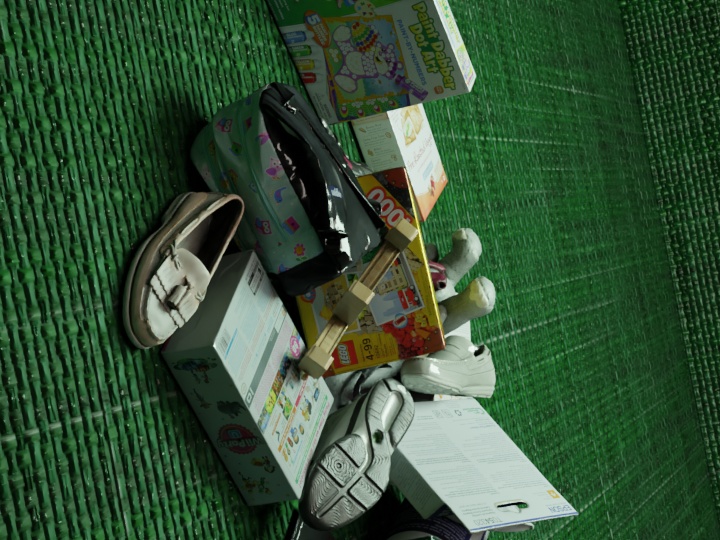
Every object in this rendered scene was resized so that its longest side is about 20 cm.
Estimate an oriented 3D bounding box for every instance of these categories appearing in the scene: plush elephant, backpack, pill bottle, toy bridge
[{"bbox_3d":[0.037,0.008,1.735,0.155,0.200,0.165,40,25,-22],"label":"plush elephant"},{"bbox_3d":[-0.076,-0.083,1.496,0.201,0.126,0.167,60,17,-6],"label":"backpack"},{"bbox_3d":[0.077,0.329,1.714,0.200,0.110,0.112,-53,127,-61],"label":"pill bottle"},{"bbox_3d":[-0.008,0.035,1.524,0.027,0.067,0.201,35,61,-2],"label":"toy bridge"}]

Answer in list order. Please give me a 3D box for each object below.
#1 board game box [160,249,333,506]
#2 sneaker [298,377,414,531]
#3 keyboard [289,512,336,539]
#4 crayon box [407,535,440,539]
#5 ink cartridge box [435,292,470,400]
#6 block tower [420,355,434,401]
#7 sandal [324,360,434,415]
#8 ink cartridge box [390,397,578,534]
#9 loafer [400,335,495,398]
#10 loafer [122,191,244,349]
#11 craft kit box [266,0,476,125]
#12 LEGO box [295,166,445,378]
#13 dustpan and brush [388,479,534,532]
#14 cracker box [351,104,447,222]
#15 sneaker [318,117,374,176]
[{"bbox_3d":[-0.106,0.105,1.455,0.201,0.064,0.148,64,28,-29],"label":"board game box"},{"bbox_3d":[-0.024,0.205,1.545,0.076,0.115,0.201,46,46,-9],"label":"sneaker"},{"bbox_3d":[-0.054,0.348,1.520,0.128,0.020,0.201,58,31,-29],"label":"keyboard"},{"bbox_3d":[0.009,0.369,1.415,0.058,0.171,0.202,37,45,-49],"label":"crayon box"},{"bbox_3d":[0.101,0.126,1.960,0.162,0.050,0.202,15,74,-65],"label":"ink cartridge box"},{"bbox_3d":[0.059,0.169,1.793,0.201,0.057,0.054,-72,172,-47],"label":"block tower"},{"bbox_3d":[0.020,0.132,1.696,0.199,0.043,0.077,-15,83,-48],"label":"sandal"},{"bbox_3d":[0.114,0.223,1.649,0.195,0.044,0.200,3,37,-46],"label":"ink cartridge box"},{"bbox_3d":[0.101,0.110,1.730,0.200,0.069,0.071,15,77,-64],"label":"loafer"},{"bbox_3d":[-0.161,-0.010,1.376,0.201,0.062,0.072,-72,144,-49],"label":"loafer"},{"bbox_3d":[0.010,-0.278,1.725,0.201,0.196,0.049,64,26,-29],"label":"craft kit box"},{"bbox_3d":[0.000,0.000,1.619,0.077,0.147,0.202,-66,142,-85],"label":"LEGO box"},{"bbox_3d":[0.101,0.244,1.694,0.199,0.058,0.140,-4,39,-38],"label":"dustpan and brush"},{"bbox_3d":[0.046,-0.174,1.937,0.134,0.057,0.202,-58,132,-59],"label":"cracker box"},{"bbox_3d":[-0.037,-0.130,1.703,0.200,0.076,0.085,15,70,-66],"label":"sneaker"}]
